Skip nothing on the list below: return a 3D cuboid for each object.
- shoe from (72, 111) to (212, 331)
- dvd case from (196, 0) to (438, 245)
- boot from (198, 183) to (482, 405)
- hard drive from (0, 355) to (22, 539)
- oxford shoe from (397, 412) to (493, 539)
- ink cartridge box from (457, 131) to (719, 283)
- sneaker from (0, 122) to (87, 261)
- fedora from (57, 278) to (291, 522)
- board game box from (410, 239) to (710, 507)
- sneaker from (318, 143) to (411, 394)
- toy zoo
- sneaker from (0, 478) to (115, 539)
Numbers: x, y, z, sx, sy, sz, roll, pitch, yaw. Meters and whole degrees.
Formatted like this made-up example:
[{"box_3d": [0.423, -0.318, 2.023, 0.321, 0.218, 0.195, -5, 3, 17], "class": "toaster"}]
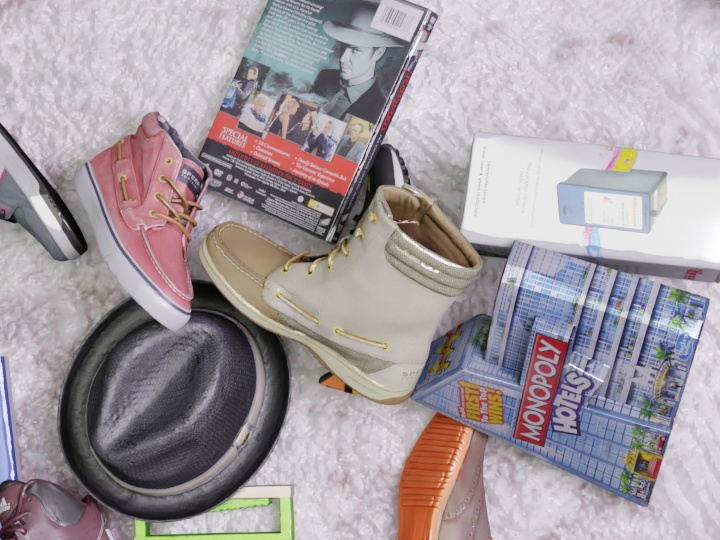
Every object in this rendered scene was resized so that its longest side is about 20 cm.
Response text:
[{"box_3d": [-0.156, -0.044, 1.617, 0.091, 0.071, 0.200, -42, 43, 9], "class": "shoe"}, {"box_3d": [-0.039, -0.136, 1.651, 0.146, 0.022, 0.200, 24, 91, 28], "class": "dvd case"}, {"box_3d": [-0.016, -0.010, 1.551, 0.200, 0.072, 0.155, 36, 128, 10], "class": "boot"}, {"box_3d": [-0.342, 0.177, 1.694, 0.132, 0.025, 0.200, -7, 87, 6], "class": "hard drive"}, {"box_3d": [0.072, 0.192, 1.636, 0.073, 0.071, 0.200, 22, 82, -25], "class": "oxford shoe"}, {"box_3d": [0.182, -0.045, 1.584, 0.200, 0.145, 0.088, 8, 87, 8], "class": "ink cartridge box"}, {"box_3d": [-0.320, -0.059, 1.671, 0.121, 0.084, 0.200, -40, 76, -2], "class": "sneaker"}, {"box_3d": [-0.154, 0.098, 1.631, 0.200, 0.092, 0.201, -1, 79, 6], "class": "fedora"}, {"box_3d": [0.143, 0.074, 1.563, 0.200, 0.200, 0.062, 16, 51, 9], "class": "board game box"}, {"box_3d": [0.000, 0.000, 1.640, 0.090, 0.070, 0.200, -3, 89, 3], "class": "sneaker"}, {"box_3d": [-0.115, 0.274, 1.666, 0.131, 0.020, 0.200, -3, 87, 6], "class": "toy zoo"}, {"box_3d": [-0.287, 0.229, 1.636, 0.200, 0.076, 0.116, -16, 80, -31], "class": "sneaker"}]
